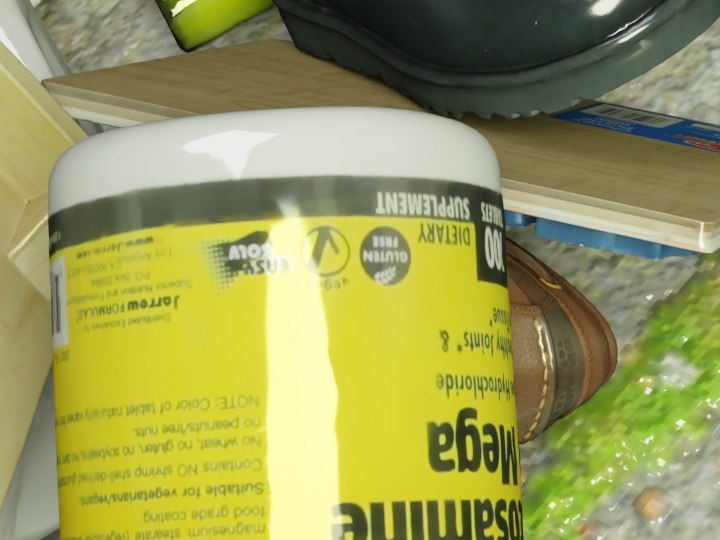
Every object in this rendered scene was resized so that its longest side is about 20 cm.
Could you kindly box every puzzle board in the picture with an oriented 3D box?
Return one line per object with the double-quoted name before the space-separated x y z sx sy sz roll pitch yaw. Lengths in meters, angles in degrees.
"puzzle board" 0.029 -0.037 0.801 0.199 0.018 0.151 13 14 22

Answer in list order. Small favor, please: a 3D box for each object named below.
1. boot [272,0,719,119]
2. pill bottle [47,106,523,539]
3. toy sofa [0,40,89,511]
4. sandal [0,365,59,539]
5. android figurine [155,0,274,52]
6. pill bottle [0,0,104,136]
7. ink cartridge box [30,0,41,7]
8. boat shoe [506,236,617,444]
"boot" 0.004 -0.137 0.791 0.076 0.169 0.200 -36 27 -19
"pill bottle" -0.016 0.068 0.668 0.112 0.112 0.202 -6 83 20
"toy sofa" -0.130 0.037 0.711 0.097 0.083 0.201 -25 32 30
"sandal" -0.061 0.035 0.813 0.206 0.059 0.080 -27 64 41
"android figurine" 0.007 -0.156 0.976 0.199 0.041 0.183 -29 46 2
"pill bottle" -0.175 -0.004 0.878 0.199 0.114 0.114 -28 46 0
"ink cartridge box" -0.168 -0.137 0.983 0.200 0.083 0.145 -44 40 -4
"boat shoe" 0.000 0.000 0.835 0.067 0.073 0.200 -11 28 -31
